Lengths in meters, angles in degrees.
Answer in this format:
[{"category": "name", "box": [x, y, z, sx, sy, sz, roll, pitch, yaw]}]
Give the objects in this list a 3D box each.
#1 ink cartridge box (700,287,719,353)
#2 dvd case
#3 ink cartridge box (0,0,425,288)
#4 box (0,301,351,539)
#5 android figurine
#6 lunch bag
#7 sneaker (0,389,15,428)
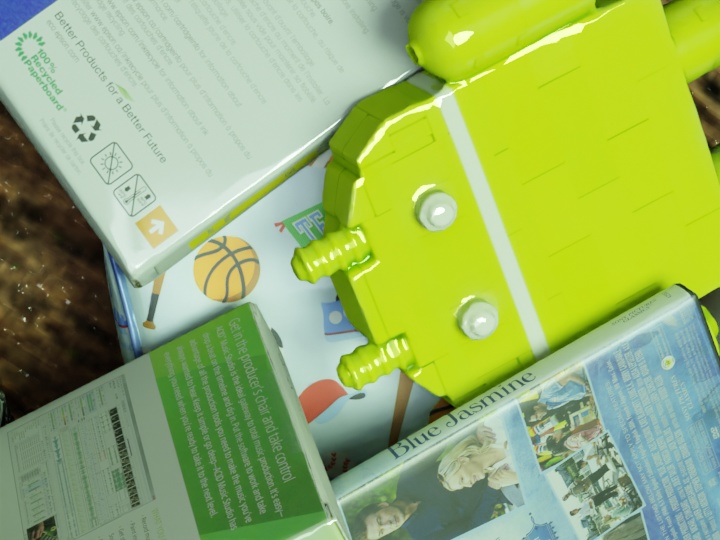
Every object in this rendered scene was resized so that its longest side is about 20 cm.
[{"category": "ink cartridge box", "box": [0.177, 0.079, 0.921, 0.200, 0.083, 0.147, -37, 105, 4]}, {"category": "dvd case", "box": [0.060, 0.111, 0.832, 0.199, 0.018, 0.143, -29, 117, -11]}, {"category": "ink cartridge box", "box": [-0.061, -0.132, 0.832, 0.200, 0.047, 0.198, -36, 87, -7]}, {"category": "box", "box": [-0.106, 0.101, 0.789, 0.199, 0.144, 0.036, -28, 122, 2]}, {"category": "android figurine", "box": [0.069, -0.027, 0.824, 0.199, 0.041, 0.183, -26, 113, -14]}, {"category": "lunch bag", "box": [0.000, 0.000, 0.888, 0.199, 0.076, 0.161, -11, 101, -3]}, {"category": "sneaker", "box": [-0.142, 0.086, 0.901, 0.085, 0.078, 0.201, -17, 114, -8]}]
